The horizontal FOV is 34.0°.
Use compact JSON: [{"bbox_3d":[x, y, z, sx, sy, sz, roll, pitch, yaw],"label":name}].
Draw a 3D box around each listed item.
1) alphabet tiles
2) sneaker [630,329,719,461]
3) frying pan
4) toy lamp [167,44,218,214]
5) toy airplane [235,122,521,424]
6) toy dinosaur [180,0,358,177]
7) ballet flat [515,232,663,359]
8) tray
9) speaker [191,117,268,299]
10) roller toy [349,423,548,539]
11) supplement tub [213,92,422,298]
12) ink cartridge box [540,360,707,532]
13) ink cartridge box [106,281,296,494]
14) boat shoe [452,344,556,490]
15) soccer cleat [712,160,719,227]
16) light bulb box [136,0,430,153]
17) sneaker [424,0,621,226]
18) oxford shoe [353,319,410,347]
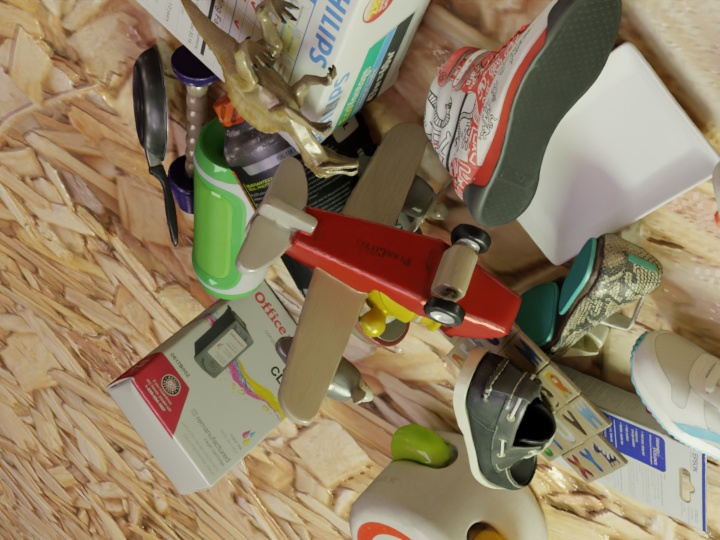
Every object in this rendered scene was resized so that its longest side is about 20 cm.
[{"bbox_3d":[0.135,0.097,0.985,0.200,0.006,0.167,46,162,8],"label":"alphabet tiles"},{"bbox_3d":[0.286,0.104,0.851,0.199,0.077,0.081,38,138,9],"label":"sneaker"},{"bbox_3d":[-0.210,-0.131,1.190,0.115,0.031,0.192,-131,39,-62],"label":"frying pan"},{"bbox_3d":[-0.166,-0.134,1.177,0.058,0.058,0.201,36,145,21],"label":"toy lamp"},{"bbox_3d":[0.000,0.000,0.914,0.141,0.198,0.201,83,162,-67],"label":"toy airplane"},{"bbox_3d":[-0.076,-0.140,0.823,0.200,0.058,0.101,48,150,2],"label":"toy dinosaur"},{"bbox_3d":[0.174,0.032,0.917,0.075,0.069,0.200,19,155,-9],"label":"ballet flat"},{"bbox_3d":[0.168,-0.081,0.848,0.108,0.022,0.200,52,148,-1],"label":"tray"},{"bbox_3d":[-0.127,-0.059,1.180,0.088,0.088,0.201,37,146,20],"label":"speaker"},{"bbox_3d":[0.087,0.273,1.198,0.199,0.140,0.183,36,146,20],"label":"roller toy"},{"bbox_3d":[-0.037,-0.077,1.013,0.122,0.122,0.201,-4,120,52],"label":"supplement tub"},{"bbox_3d":[0.213,0.142,1.007,0.199,0.037,0.095,24,139,40],"label":"ink cartridge box"},{"bbox_3d":[-0.152,0.123,1.285,0.148,0.200,0.085,54,147,-7],"label":"ink cartridge box"},{"bbox_3d":[0.126,0.135,0.965,0.067,0.072,0.201,14,153,23],"label":"boat shoe"},{"bbox_3d":[0.301,-0.005,0.725,0.200,0.069,0.078,45,143,-4],"label":"soccer cleat"},{"bbox_3d":[-0.052,-0.233,0.869,0.200,0.125,0.199,43,147,9],"label":"light bulb box"},{"bbox_3d":[0.102,-0.137,0.818,0.108,0.067,0.203,61,146,36],"label":"sneaker"},{"bbox_3d":[-0.034,-0.008,1.131,0.201,0.070,0.075,59,153,-10],"label":"oxford shoe"}]
